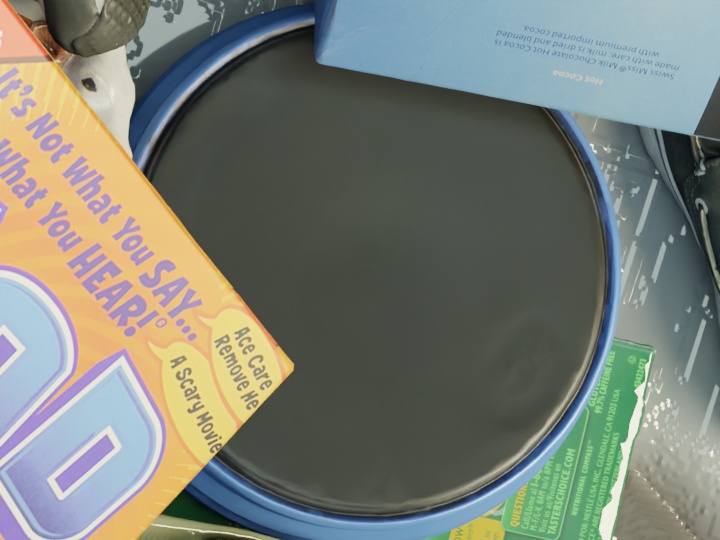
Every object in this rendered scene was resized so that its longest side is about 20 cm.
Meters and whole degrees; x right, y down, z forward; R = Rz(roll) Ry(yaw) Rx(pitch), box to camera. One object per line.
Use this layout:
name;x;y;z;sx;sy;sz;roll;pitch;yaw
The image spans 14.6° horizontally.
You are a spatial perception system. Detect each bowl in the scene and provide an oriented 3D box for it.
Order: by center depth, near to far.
bowl;0.000;0.000;1.011;0.200;0.039;0.201;1;84;-14

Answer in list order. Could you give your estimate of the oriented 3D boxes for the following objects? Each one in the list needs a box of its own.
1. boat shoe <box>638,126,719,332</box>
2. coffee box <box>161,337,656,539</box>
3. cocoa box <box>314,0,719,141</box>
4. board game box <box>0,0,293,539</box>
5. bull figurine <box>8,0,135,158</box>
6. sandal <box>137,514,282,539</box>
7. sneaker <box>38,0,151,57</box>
boat shoe;0.160;-0.017;1.078;0.069;0.057;0.200;-19;99;-10
coffee box;0.002;0.064;1.056;0.200;0.044;0.123;12;91;-14
cocoa box;0.092;-0.140;0.986;0.200;0.133;0.131;10;129;-9
board game box;-0.185;0.004;0.805;0.200;0.200;0.200;-47;137;-10
bull figurine;-0.177;-0.070;0.987;0.200;0.065;0.121;33;88;1
sandal;-0.045;0.121;0.944;0.201;0.057;0.080;4;89;-42
sneaker;-0.127;-0.157;0.976;0.080;0.074;0.200;-18;67;-1
